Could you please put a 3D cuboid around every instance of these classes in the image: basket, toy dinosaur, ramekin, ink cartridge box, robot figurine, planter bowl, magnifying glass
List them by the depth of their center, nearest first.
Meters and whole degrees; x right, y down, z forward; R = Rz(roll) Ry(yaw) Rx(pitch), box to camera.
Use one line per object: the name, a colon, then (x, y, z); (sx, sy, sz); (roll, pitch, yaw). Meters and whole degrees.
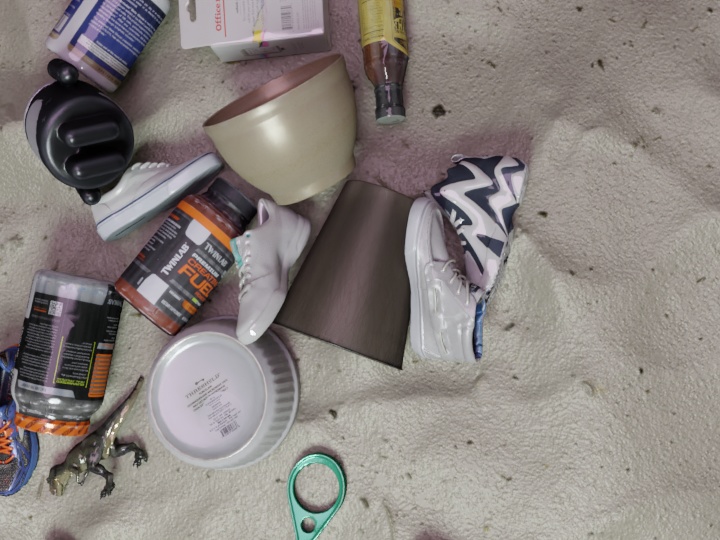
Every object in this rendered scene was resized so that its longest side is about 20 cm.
basket: (0.000, 0.000, 1.102); (0.177, 0.136, 0.204); (18, 84, 4)
planter bowl: (-0.083, -0.170, 1.107); (0.197, 0.201, 0.137); (-25, 109, 5)
ramekin: (-0.182, 0.159, 1.125); (0.195, 0.105, 0.205); (-1, 85, 7)
robot figurine: (-0.371, -0.180, 1.137); (0.199, 0.124, 0.152); (36, 98, 52)
magnifying glass: (-0.070, 0.341, 1.137); (0.078, 0.022, 0.204); (12, 88, 9)
toy dinosaur: (-0.342, 0.246, 1.172); (0.088, 0.047, 0.200); (43, 89, 15)
ink cartridge box: (-0.143, -0.355, 1.179); (0.195, 0.067, 0.119); (-4, 85, 6)

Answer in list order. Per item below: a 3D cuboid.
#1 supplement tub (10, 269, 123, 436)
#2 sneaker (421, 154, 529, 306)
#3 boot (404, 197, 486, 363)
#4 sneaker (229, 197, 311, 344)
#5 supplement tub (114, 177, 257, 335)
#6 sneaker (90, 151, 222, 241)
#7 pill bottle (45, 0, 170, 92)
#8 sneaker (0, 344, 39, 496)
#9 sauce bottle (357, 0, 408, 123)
supplement tub: (-0.388, 0.107, 1.148); (0.120, 0.122, 0.205); (11, 86, 8)
sneaker: (0.131, -0.056, 1.115); (0.127, 0.079, 0.203); (16, 95, 16)
boot: (0.111, 0.013, 1.060); (0.094, 0.073, 0.204); (6, 109, 31)
sneaker: (-0.132, -0.003, 1.094); (0.088, 0.075, 0.203); (34, 50, -21)
supplement tub: (-0.222, -0.023, 1.137); (0.106, 0.107, 0.201); (36, 82, 9)
sneaker: (-0.283, -0.117, 1.176); (0.197, 0.073, 0.072); (-29, 86, 5)
pill bottle: (-0.327, -0.355, 1.183); (0.110, 0.111, 0.202); (35, 91, 9)
sneaker: (-0.484, 0.203, 1.176); (0.074, 0.078, 0.205); (-3, 85, 8)
sauce bottle: (0.032, -0.299, 1.154); (0.064, 0.066, 0.205); (-6, 87, 7)
